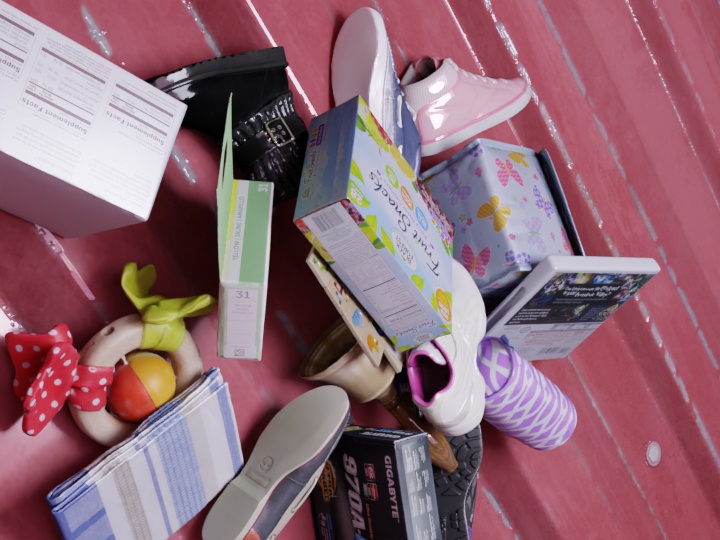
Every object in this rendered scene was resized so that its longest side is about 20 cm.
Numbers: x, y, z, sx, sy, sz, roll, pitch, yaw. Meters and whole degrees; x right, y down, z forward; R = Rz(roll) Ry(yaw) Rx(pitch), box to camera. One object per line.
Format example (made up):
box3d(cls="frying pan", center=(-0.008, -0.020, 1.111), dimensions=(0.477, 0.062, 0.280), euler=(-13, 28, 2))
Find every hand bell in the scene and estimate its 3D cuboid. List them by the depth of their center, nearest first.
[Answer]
box3d(cls="hand bell", center=(0.038, 0.144, 1.095), dimensions=(0.200, 0.104, 0.104), euler=(48, 59, -16))

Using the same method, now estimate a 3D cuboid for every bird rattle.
box3d(cls="bird rattle", center=(-0.209, 0.093, 0.924), dimensions=(0.200, 0.113, 0.163), euler=(-44, 131, -30))

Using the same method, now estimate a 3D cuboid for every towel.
box3d(cls="towel", center=(-0.189, 0.193, 0.944), dimensions=(0.200, 0.024, 0.147), euler=(-39, 140, -33))

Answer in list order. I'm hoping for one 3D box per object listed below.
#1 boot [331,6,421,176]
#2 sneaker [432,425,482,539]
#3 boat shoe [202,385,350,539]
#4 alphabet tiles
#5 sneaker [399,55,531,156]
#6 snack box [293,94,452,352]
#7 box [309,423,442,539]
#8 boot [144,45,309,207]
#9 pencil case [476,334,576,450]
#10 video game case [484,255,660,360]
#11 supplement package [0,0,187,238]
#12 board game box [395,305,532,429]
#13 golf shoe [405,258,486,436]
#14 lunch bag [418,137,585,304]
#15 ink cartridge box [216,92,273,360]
box3d(cls="boot", center=(0.022, -0.187, 1.154), dimensions=(0.090, 0.073, 0.200), euler=(6, 84, -48))
box3d(cls="sneaker", center=(0.100, 0.245, 1.178), dimensions=(0.088, 0.076, 0.200), euler=(-3, 99, -78))
box3d(cls="boat shoe", center=(-0.074, 0.203, 1.024), dimensions=(0.200, 0.071, 0.063), euler=(-52, 136, -13))
box3d(cls="alphabet tiles", center=(0.000, 0.000, 1.046), dimensions=(0.200, 0.006, 0.166), euler=(58, 26, -22))
box3d(cls="sneaker", center=(0.123, -0.218, 1.229), dimensions=(0.200, 0.075, 0.105), euler=(-31, 111, -32))
box3d(cls="snack box", center=(0.020, -0.046, 1.034), dimensions=(0.200, 0.068, 0.169), euler=(50, 29, -32))
box3d(cls="box", center=(0.014, 0.260, 1.050), dimensions=(0.046, 0.159, 0.200), euler=(-10, 94, -38))
box3d(cls="boot", center=(-0.128, -0.128, 1.014), dimensions=(0.211, 0.079, 0.158), euler=(-22, 100, -39))
box3d(cls="pencil case", center=(0.174, 0.141, 1.170), dimensions=(0.084, 0.086, 0.200), euler=(-44, 138, 4))
box3d(cls="video game case", center=(0.227, 0.047, 1.195), dimensions=(0.200, 0.182, 0.023), euler=(1, 51, -41))
box3d(cls="supplement package", center=(-0.277, -0.119, 0.842), dimensions=(0.200, 0.156, 0.111), euler=(28, 69, -35))
box3d(cls="board game box", center=(0.126, 0.109, 1.233), dimensions=(0.200, 0.035, 0.136), euler=(-9, 92, -39))
box3d(cls="golf shoe", center=(0.086, 0.068, 1.079), dimensions=(0.092, 0.075, 0.200), euler=(33, 46, -52))
box3d(cls="lunch bag", center=(0.184, -0.055, 1.211), dimensions=(0.200, 0.127, 0.170), euler=(6, 62, -49))
box3d(cls="ink cartridge box", center=(-0.104, -0.037, 0.936), dimensions=(0.048, 0.200, 0.146), euler=(5, 43, -6))
